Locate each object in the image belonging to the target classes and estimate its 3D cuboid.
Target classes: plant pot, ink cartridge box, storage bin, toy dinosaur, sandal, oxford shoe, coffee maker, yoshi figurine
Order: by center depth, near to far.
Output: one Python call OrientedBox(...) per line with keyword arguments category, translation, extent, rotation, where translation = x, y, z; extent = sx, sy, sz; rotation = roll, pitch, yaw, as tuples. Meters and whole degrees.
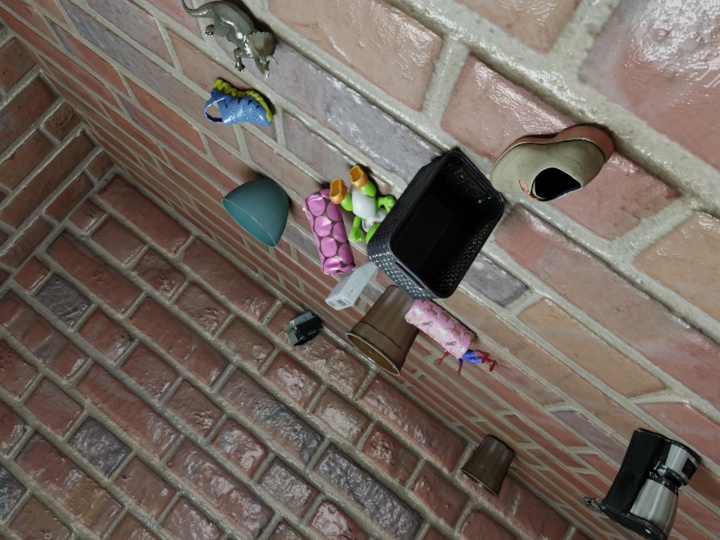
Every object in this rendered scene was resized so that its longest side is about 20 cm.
OrientedBox(category="oxford shoe", translation=(0.224, -0.125, 0.679), extent=(0.070, 0.075, 0.199), rotation=(40, 165, -14))
OrientedBox(category="storage bin", translation=(0.119, -0.068, 0.836), extent=(0.135, 0.202, 0.093), rotation=(40, 164, -15))
OrientedBox(category="toy dinosaur", translation=(-0.212, -0.412, 0.899), extent=(0.200, 0.077, 0.102), rotation=(47, 151, -10))
OrientedBox(category="yoshi figurine", translation=(0.020, -0.113, 1.116), extent=(0.111, 0.114, 0.200), rotation=(13, 155, 41))
OrientedBox(category="sandal", translation=(-0.269, -0.346, 1.146), extent=(0.197, 0.088, 0.080), rotation=(25, 159, 33))
OrientedBox(category="coffee maker", translation=(0.632, 0.473, 1.191), extent=(0.189, 0.202, 0.136), rotation=(19, 155, 41))
OrientedBox(category="ink cartridge box", translation=(0.000, 0.000, 1.281), extent=(0.056, 0.203, 0.162), rotation=(33, 165, -8))
OrientedBox(category="plant pot", translation=(-0.284, -0.185, 1.528), extent=(0.198, 0.136, 0.201), rotation=(35, 164, 11))
OrientedBox(category="plant pot", translation=(0.089, 0.169, 1.560), extent=(0.198, 0.200, 0.201), rotation=(35, 165, 11))
OrientedBox(category="plant pot", translation=(0.583, 0.873, 2.376), extent=(0.198, 0.200, 0.201), rotation=(34, 165, 10))

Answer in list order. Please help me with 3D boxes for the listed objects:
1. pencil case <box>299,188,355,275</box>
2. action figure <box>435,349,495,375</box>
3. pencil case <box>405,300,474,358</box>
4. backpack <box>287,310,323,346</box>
OrientedBox(category="pencil case", translation=(-0.079, -0.089, 1.270), extent=(0.091, 0.091, 0.205), rotation=(59, -166, -89))
OrientedBox(category="action figure", translation=(0.304, 0.278, 1.582), extent=(0.065, 0.100, 0.199), rotation=(45, 165, -23))
OrientedBox(category="pencil case", translation=(0.220, 0.156, 1.453), extent=(0.198, 0.084, 0.087), rotation=(36, 164, 6))
OrientedBox(category="backpack", translation=(-0.316, 0.323, 2.874), extent=(0.155, 0.173, 0.201), rotation=(55, 149, 13))
